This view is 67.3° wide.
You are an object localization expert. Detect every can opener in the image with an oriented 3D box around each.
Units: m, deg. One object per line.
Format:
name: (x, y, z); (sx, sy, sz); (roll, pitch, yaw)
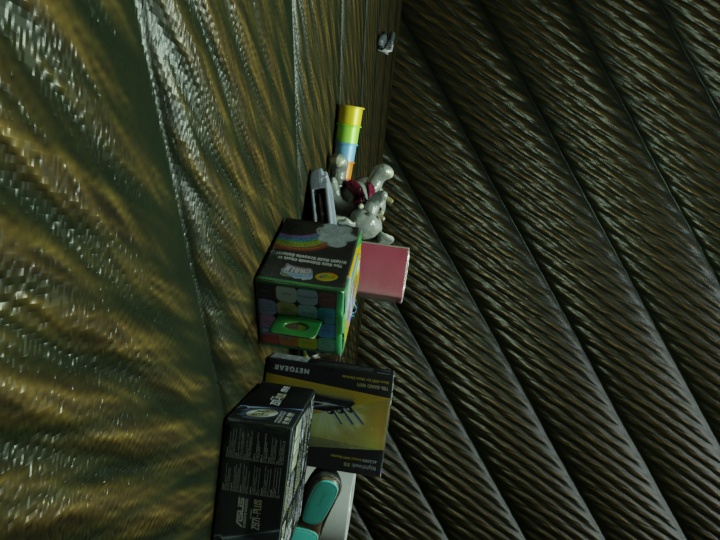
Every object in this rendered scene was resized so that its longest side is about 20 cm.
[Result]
can opener: (0.096, -0.826, 1.940); (0.200, 0.052, 0.067); (-77, 172, -54)

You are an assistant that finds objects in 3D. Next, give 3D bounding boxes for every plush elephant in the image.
plush elephant: (0.003, -0.135, 1.163); (0.155, 0.164, 0.201); (42, -68, 49)

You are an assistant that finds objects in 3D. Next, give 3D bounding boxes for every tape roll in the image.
tape roll: (-0.092, 0.603, 1.418); (0.203, 0.138, 0.204); (8, 90, -85)

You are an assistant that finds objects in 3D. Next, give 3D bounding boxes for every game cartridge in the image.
game cartridge: (-0.063, -0.074, 1.016); (0.133, 0.041, 0.201); (95, -12, -79)

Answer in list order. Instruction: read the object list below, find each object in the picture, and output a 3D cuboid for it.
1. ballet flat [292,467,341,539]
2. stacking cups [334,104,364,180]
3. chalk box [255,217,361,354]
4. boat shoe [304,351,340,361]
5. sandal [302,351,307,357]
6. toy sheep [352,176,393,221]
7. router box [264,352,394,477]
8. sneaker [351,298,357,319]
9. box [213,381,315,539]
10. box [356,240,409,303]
ballet flat: (-0.086, 0.393, 0.860); (0.201, 0.068, 0.068); (-59, -167, 9)
stacking cups: (-0.031, -0.265, 1.210); (0.061, 0.060, 0.201); (-65, 162, -76)
chalk box: (-0.074, 0.034, 0.773); (0.200, 0.124, 0.124); (-75, 171, -51)
boat shoe: (-0.080, 0.132, 1.017); (0.060, 0.074, 0.200); (52, -13, 28)
sandal: (-0.071, 0.118, 1.212); (0.080, 0.087, 0.201); (90, 7, -48)
toy sheep: (0.006, -0.172, 1.411); (0.200, 0.137, 0.138); (-66, 164, -54)
router box: (-0.054, 0.223, 0.846); (0.052, 0.199, 0.158); (1, 96, -86)
sneaker: (-0.051, 0.124, 1.491); (0.200, 0.081, 0.074); (91, 6, -66)
box: (-0.126, 0.274, 0.734); (0.164, 0.086, 0.201); (-45, 142, -83)
box: (0.000, 0.000, 1.160); (0.128, 0.199, 0.110); (68, 30, -81)
